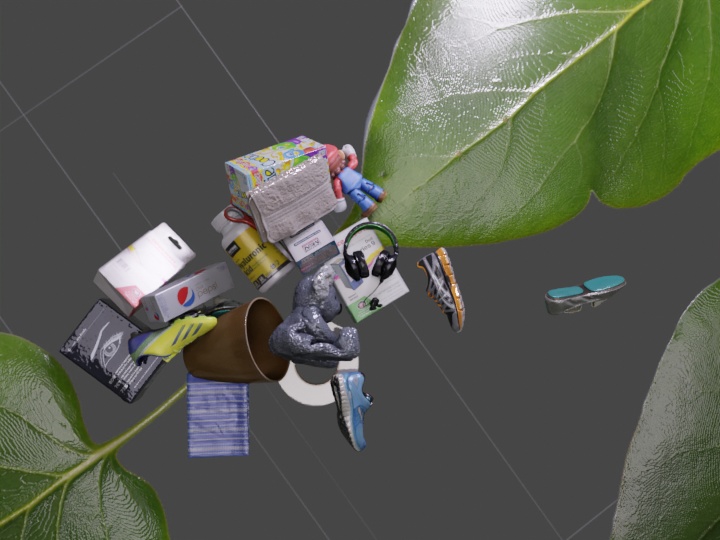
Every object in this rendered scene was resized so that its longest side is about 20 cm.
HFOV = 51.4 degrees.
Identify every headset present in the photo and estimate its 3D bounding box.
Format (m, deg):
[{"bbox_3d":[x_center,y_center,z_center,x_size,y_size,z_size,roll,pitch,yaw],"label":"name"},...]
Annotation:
[{"bbox_3d":[0.024,-0.013,1.640,0.123,0.094,0.202,0,76,-3],"label":"headset"}]

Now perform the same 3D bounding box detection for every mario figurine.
[{"bbox_3d":[-0.036,-0.213,1.746,0.200,0.124,0.106,42,126,-2],"label":"mario figurine"}]

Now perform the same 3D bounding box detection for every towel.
[{"bbox_3d":[-0.328,0.330,1.724,0.144,0.024,0.202,-1,88,-3],"label":"towel"},{"bbox_3d":[-0.144,-0.150,1.595,0.199,0.034,0.133,-33,127,-22],"label":"towel"}]

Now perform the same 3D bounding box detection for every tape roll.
[{"bbox_3d":[-0.102,0.212,1.738,0.201,0.037,0.204,0,88,-3],"label":"tape roll"}]

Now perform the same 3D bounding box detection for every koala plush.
[{"bbox_3d":[-0.104,0.096,1.632,0.183,0.177,0.201,12,71,-22],"label":"koala plush"}]

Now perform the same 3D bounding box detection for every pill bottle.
[{"bbox_3d":[-0.244,-0.055,1.700,0.111,0.111,0.200,-40,90,-4],"label":"pill bottle"}]

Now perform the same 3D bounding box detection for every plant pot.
[{"bbox_3d":[-0.285,0.173,1.661,0.199,0.186,0.188,-15,89,22],"label":"plant pot"}]

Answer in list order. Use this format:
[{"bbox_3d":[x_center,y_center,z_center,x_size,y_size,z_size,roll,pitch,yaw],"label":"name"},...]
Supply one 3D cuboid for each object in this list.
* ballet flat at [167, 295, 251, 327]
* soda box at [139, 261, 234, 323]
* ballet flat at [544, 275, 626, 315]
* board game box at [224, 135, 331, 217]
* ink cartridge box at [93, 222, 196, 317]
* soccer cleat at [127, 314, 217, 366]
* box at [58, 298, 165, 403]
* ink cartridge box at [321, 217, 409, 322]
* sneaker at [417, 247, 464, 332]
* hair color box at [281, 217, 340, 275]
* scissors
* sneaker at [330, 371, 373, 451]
[{"bbox_3d":[-0.345,0.092,1.713,0.199,0.072,0.073,-14,89,-6],"label":"ballet flat"},{"bbox_3d":[-0.379,0.047,1.651,0.200,0.068,0.064,-29,105,-43],"label":"soda box"},{"bbox_3d":[0.536,0.062,1.785,0.199,0.067,0.064,-13,116,-4],"label":"ballet flat"},{"bbox_3d":[-0.178,-0.208,1.635,0.199,0.105,0.104,-25,125,-27],"label":"board game box"},{"bbox_3d":[-0.480,-0.005,1.678,0.117,0.067,0.200,46,53,-2],"label":"ink cartridge box"},{"bbox_3d":[-0.397,0.150,1.599,0.199,0.065,0.084,-17,77,1],"label":"soccer cleat"},{"bbox_3d":[-0.538,0.177,1.673,0.200,0.104,0.148,38,85,-2],"label":"box"},{"bbox_3d":[0.000,0.000,1.728,0.145,0.088,0.201,-29,88,-4],"label":"ink cartridge box"},{"bbox_3d":[0.193,0.051,1.753,0.077,0.078,0.201,-18,86,9],"label":"sneaker"},{"bbox_3d":[-0.137,-0.095,1.684,0.100,0.061,0.200,-30,55,-5],"label":"hair color box"},{"bbox_3d":[-0.213,-0.096,1.649,0.199,0.014,0.073,33,49,5],"label":"scissors"},{"bbox_3d":[-0.005,0.321,1.705,0.089,0.078,0.201,-16,113,-19],"label":"sneaker"}]
